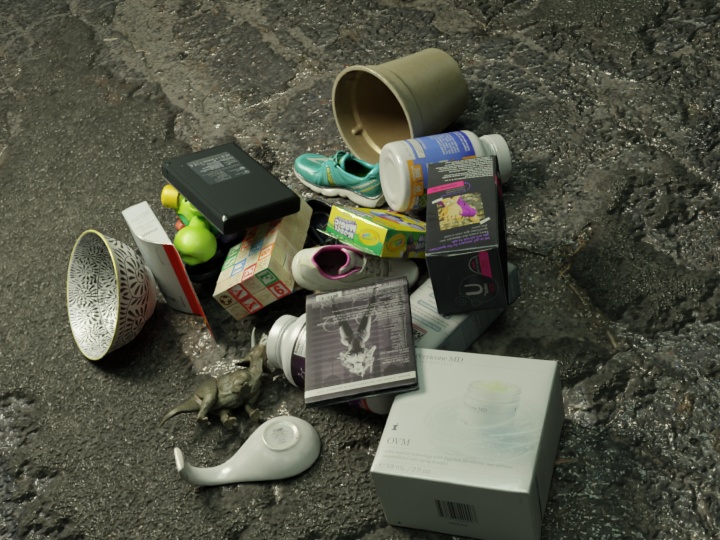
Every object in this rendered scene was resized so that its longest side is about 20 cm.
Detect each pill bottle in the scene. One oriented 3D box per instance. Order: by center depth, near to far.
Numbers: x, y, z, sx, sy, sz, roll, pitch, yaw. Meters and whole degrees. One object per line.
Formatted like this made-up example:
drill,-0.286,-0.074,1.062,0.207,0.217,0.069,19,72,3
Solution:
pill bottle,-0.031,0.124,1.472,0.198,0.113,0.113,14,51,29
pill bottle,0.139,-0.165,1.692,0.198,0.113,0.112,-11,41,-17

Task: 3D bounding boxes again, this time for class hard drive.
hard drive,-0.204,-0.132,1.639,0.139,0.033,0.200,-20,42,-31

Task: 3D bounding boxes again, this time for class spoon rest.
spoon rest,-0.152,0.252,1.432,0.198,0.061,0.100,-10,44,-12

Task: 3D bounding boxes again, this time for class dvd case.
dvd case,-0.002,0.093,1.396,0.147,0.016,0.201,-11,41,8

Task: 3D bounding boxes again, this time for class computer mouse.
computer mouse,-0.212,-0.038,1.744,0.139,0.046,0.201,-9,35,9

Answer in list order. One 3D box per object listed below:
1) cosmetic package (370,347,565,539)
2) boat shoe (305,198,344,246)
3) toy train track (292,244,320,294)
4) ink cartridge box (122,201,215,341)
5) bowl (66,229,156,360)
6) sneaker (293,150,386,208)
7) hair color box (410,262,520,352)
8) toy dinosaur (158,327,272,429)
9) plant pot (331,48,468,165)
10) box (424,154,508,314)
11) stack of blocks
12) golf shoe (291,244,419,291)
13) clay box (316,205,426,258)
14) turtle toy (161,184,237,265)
cosmetic package,0.141,0.216,1.319,0.197,0.124,0.201,3,46,21
boat shoe,-0.034,-0.054,1.688,0.074,0.063,0.200,-33,47,-18
toy train track,-0.101,0.029,1.647,0.198,0.033,0.116,-19,49,10
ink cartridge box,-0.299,0.008,1.637,0.047,0.161,0.200,-26,44,-11
bowl,-0.382,0.037,1.651,0.093,0.202,0.201,-1,31,-37
sneaker,-0.031,-0.174,1.793,0.198,0.080,0.078,17,53,32
hair color box,0.133,0.056,1.525,0.099,0.061,0.200,28,58,37
toy dinosaur,-0.194,0.180,1.510,0.199,0.077,0.102,-35,26,2
plant pot,0.082,-0.292,1.814,0.183,0.202,0.200,-33,45,-31
box,0.154,-0.053,1.495,0.105,0.123,0.201,-6,44,12
stack of blocks,-0.150,-0.029,1.641,0.114,0.059,0.201,-27,32,29
golf shoe,0.000,0.000,1.565,0.198,0.091,0.076,2,78,-16
clay box,0.037,-0.058,1.593,0.114,0.048,0.199,25,14,35
turtle toy,-0.247,-0.090,1.692,0.144,0.102,0.201,10,35,8
